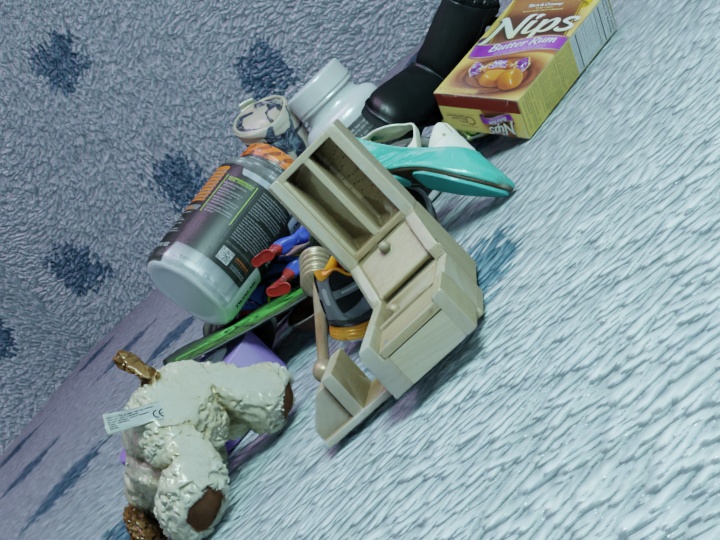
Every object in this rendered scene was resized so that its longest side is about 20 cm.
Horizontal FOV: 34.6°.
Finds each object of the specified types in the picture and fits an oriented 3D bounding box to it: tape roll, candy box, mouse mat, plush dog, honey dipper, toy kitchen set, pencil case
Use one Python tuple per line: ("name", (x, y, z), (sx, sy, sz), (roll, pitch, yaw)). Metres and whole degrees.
("tape roll", (-0.172, 0.155, 1.272), (0.200, 0.066, 0.200), (-43, 9, 9))
("candy box", (0.185, -0.235, 1.289), (0.116, 0.057, 0.200), (13, 51, 41))
("mouse mat", (-0.131, 0.059, 1.291), (0.199, 0.008, 0.161), (-28, 6, -11))
("plush dog", (-0.173, 0.166, 1.075), (0.200, 0.160, 0.172), (-55, -9, -44))
("honey dipper", (-0.040, 0.046, 1.157), (0.038, 0.038, 0.201), (-40, 29, 21))
("toy kitchen set", (-0.023, 0.012, 0.912), (0.163, 0.180, 0.200), (-43, 6, 13))
("pencil case", (-0.080, -0.131, 1.461), (0.078, 0.200, 0.089), (-45, 33, -12))

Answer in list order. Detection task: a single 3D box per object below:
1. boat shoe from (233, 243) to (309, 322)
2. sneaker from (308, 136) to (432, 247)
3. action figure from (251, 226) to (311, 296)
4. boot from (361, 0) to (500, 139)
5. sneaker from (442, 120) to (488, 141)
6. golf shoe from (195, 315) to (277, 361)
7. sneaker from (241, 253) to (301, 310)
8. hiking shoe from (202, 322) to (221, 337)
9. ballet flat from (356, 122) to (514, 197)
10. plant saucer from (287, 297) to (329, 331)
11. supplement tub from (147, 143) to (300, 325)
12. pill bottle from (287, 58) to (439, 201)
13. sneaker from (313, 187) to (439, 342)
("boat shoe", (-0.094, 0.013, 1.523), (0.200, 0.071, 0.062), (-45, 12, -22))
("sneaker", (0.025, -0.099, 1.274), (0.199, 0.076, 0.115), (-43, 15, 39))
("action figure", (-0.051, -0.036, 1.348), (0.051, 0.066, 0.200), (-24, 12, 34))
("boot", (0.084, -0.241, 1.311), (0.198, 0.073, 0.163), (-31, -29, -61))
("sneaker", (0.134, -0.196, 1.416), (0.076, 0.075, 0.200), (-47, 9, -22))
("golf shoe", (-0.177, 0.119, 1.441), (0.199, 0.078, 0.095), (-32, 6, 21))
("sneaker", (-0.135, 0.019, 1.441), (0.199, 0.066, 0.078), (-7, 13, 20))
("hiking shoe", (-0.139, 0.036, 1.630), (0.201, 0.076, 0.101), (-55, 19, -4))
("ballet flat", (0.059, -0.112, 1.139), (0.199, 0.067, 0.071), (5, 80, 29))
("plant saucer", (0.000, 0.000, 1.290), (0.200, 0.034, 0.200), (-44, 11, 11))
("supplement tub", (-0.149, -0.046, 1.363), (0.200, 0.122, 0.122), (-55, 13, -24))
("pill bottle", (0.007, -0.154, 1.396), (0.111, 0.200, 0.111), (-41, 11, 10))
("sneaker", (0.018, -0.022, 1.131), (0.078, 0.078, 0.201), (-6, 38, 34))
